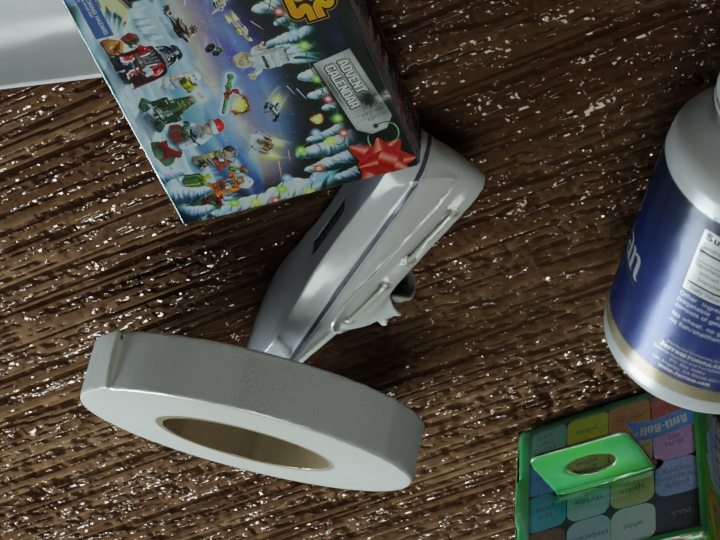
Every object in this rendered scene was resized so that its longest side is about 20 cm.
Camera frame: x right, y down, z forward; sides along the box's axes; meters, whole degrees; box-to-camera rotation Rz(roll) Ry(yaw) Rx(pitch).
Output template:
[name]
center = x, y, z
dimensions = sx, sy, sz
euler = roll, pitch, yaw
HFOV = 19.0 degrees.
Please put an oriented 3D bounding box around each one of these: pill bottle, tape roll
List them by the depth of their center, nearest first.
[pill bottle]
center = 0.205, -0.029, 1.136
dimensions = 0.110, 0.111, 0.201
euler = 10, 133, -5
[tape roll]
center = -0.063, 0.083, 1.245
dimensions = 0.202, 0.037, 0.203
euler = 13, 166, 3

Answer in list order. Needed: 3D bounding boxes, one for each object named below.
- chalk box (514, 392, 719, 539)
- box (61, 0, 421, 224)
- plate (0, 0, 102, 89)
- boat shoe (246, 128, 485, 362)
[chalk box]
center = 0.170, 0.159, 1.308
dimensions = 0.124, 0.124, 0.200
euler = -17, 129, 21
[box]
center = -0.064, -0.120, 1.080
dimensions = 0.136, 0.040, 0.201
euler = -14, 131, 15
[plate]
center = -0.143, -0.184, 1.074
dimensions = 0.199, 0.032, 0.200
euler = -5, 132, 10
[boat shoe]
center = 0.000, 0.000, 1.213
dimensions = 0.065, 0.072, 0.200
euler = 26, 123, -16
